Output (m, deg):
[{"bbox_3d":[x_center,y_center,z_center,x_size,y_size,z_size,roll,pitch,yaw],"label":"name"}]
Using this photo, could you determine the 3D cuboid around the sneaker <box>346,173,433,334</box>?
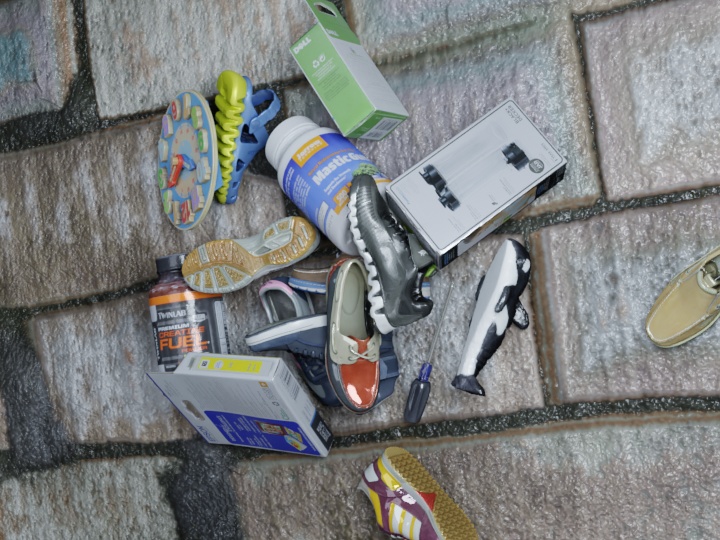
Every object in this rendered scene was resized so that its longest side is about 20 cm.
[{"bbox_3d":[0.043,-0.025,1.568,0.090,0.066,0.200,-11,94,24],"label":"sneaker"}]

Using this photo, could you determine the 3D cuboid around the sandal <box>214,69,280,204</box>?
[{"bbox_3d":[-0.163,-0.181,1.790,0.079,0.087,0.200,52,136,45],"label":"sandal"}]

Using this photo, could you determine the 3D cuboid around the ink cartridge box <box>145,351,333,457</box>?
[{"bbox_3d":[-0.161,0.181,1.749,0.200,0.198,0.047,4,56,28],"label":"ink cartridge box"}]

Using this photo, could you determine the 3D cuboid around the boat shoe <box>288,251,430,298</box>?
[{"bbox_3d":[0.000,0.000,1.721,0.200,0.072,0.072,3,88,18],"label":"boat shoe"}]

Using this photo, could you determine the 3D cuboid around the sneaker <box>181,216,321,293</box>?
[{"bbox_3d":[-0.145,-0.015,1.769,0.200,0.088,0.076,-16,83,13],"label":"sneaker"}]

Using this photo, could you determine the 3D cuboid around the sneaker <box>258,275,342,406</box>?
[{"bbox_3d":[-0.082,0.101,1.754,0.070,0.082,0.200,-35,77,23],"label":"sneaker"}]

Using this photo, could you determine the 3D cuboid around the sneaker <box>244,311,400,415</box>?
[{"bbox_3d":[-0.044,0.126,1.693,0.202,0.077,0.146,-9,91,-15],"label":"sneaker"}]

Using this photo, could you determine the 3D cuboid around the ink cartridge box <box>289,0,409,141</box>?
[{"bbox_3d":[-0.028,-0.269,1.700,0.059,0.104,0.200,-38,75,23],"label":"ink cartridge box"}]

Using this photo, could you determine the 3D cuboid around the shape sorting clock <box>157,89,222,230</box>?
[{"bbox_3d":[-0.249,-0.156,1.814,0.200,0.039,0.200,13,105,57],"label":"shape sorting clock"}]

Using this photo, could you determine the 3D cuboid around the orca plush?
[{"bbox_3d":[0.184,0.065,1.618,0.071,0.105,0.200,19,75,-12],"label":"orca plush"}]

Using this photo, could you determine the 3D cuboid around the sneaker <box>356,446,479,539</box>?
[{"bbox_3d":[0.077,0.332,1.692,0.090,0.075,0.200,-51,64,29],"label":"sneaker"}]

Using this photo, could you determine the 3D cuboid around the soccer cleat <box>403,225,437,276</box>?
[{"bbox_3d":[0.080,-0.051,1.651,0.200,0.065,0.084,-48,59,-4],"label":"soccer cleat"}]

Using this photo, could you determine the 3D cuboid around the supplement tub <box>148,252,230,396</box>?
[{"bbox_3d":[-0.244,0.077,1.825,0.107,0.107,0.200,-11,87,28],"label":"supplement tub"}]

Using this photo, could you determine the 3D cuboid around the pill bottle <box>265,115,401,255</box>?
[{"bbox_3d":[-0.040,-0.119,1.697,0.200,0.112,0.112,45,111,34],"label":"pill bottle"}]

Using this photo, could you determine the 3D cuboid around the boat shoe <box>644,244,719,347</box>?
[{"bbox_3d":[0.404,0.016,1.498,0.072,0.076,0.200,48,112,18],"label":"boat shoe"}]

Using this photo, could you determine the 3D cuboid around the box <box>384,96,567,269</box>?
[{"bbox_3d":[0.142,-0.109,1.590,0.200,0.060,0.117,-37,74,-8],"label":"box"}]

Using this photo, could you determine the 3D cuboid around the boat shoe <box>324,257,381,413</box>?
[{"bbox_3d":[-0.006,0.083,1.633,0.063,0.071,0.200,166,99,-70],"label":"boat shoe"}]

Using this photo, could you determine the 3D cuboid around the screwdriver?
[{"bbox_3d":[0.096,0.108,1.696,0.028,0.029,0.200,21,98,26],"label":"screwdriver"}]
